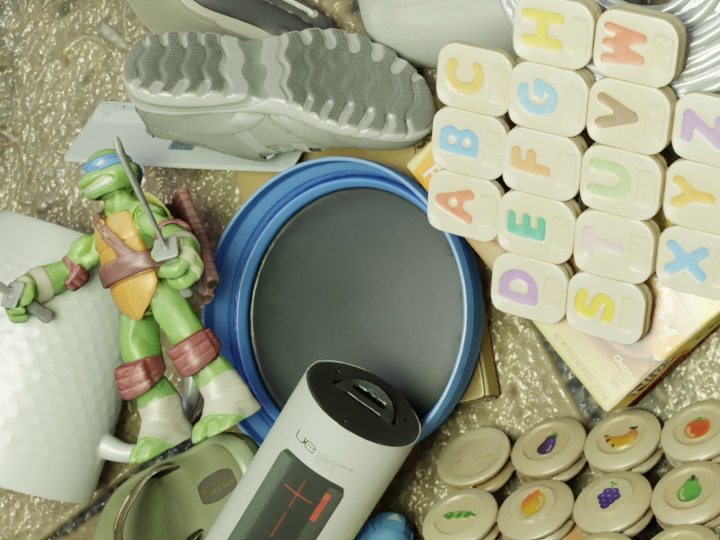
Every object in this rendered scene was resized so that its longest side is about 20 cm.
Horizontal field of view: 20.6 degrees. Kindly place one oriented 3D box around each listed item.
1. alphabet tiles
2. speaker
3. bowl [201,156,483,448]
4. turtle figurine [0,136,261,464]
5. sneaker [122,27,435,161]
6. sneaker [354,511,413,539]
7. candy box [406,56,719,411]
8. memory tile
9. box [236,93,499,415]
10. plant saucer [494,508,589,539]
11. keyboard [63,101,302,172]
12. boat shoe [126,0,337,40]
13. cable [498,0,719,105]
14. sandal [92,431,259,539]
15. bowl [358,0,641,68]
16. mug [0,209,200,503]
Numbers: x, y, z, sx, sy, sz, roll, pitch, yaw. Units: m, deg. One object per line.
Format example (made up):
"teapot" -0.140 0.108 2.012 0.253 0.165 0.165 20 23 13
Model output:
"alphabet tiles" 0.127 -0.057 1.131 0.195 0.015 0.201 16 119 25
"speaker" -0.043 0.153 1.224 0.081 0.081 0.200 44 118 25
"bowl" -0.011 0.029 1.276 0.200 0.039 0.201 -3 85 31
"turtle figurine" -0.157 0.026 1.243 0.144 0.200 0.194 -24 92 5
"sneaker" -0.050 -0.108 1.280 0.199 0.082 0.075 9 60 4
"sneaker" -0.008 0.234 1.279 0.200 0.076 0.105 -56 19 35
"candy box" 0.135 -0.028 1.203 0.115 0.055 0.200 -43 73 19
"memory tile" 0.126 0.140 1.173 0.199 0.017 0.153 -11 37 28
"box" 0.000 0.000 1.307 0.163 0.021 0.201 -14 80 29
"plant saucer" 0.097 0.237 1.190 0.200 0.032 0.201 -21 61 44
"keyboard" -0.117 -0.092 1.365 0.200 0.011 0.056 4 56 34
"boat shoe" -0.096 -0.183 1.368 0.063 0.073 0.200 -38 54 -25
"cable" 0.170 -0.183 1.130 0.200 0.069 0.200 -25 81 20
"sandal" -0.132 0.165 1.326 0.201 0.057 0.080 -42 76 45
"bowl" 0.076 -0.234 1.253 0.199 0.075 0.200 -5 85 28
"mug" -0.205 0.062 1.361 0.199 0.148 0.176 17 88 9
